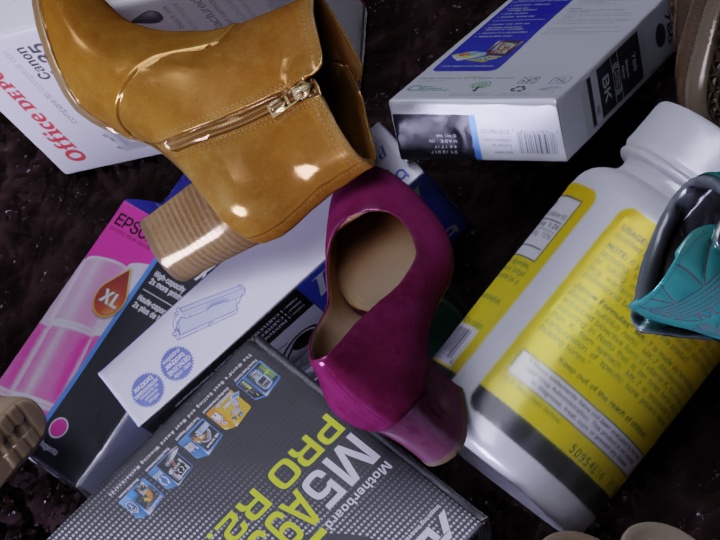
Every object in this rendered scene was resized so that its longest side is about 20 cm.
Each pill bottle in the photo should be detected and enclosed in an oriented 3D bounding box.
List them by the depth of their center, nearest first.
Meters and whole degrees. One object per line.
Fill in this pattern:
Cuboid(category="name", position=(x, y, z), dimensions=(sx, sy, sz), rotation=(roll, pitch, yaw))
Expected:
Cuboid(category="pill bottle", position=(0.125, 0.022, 1.422), dimensions=(0.114, 0.114, 0.200), rotation=(36, 85, 38))

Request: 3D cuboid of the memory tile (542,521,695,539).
Cuboid(category="memory tile", position=(0.138, 0.196, 1.313), dimensions=(0.200, 0.153, 0.017), rotation=(57, 138, 37))

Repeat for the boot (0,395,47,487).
Cuboid(category="boot", position=(-0.272, 0.138, 1.545), dimensions=(0.166, 0.072, 0.200), rotation=(-19, 15, 47))

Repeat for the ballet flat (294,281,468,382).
Cuboid(category="ballet flat", position=(-0.022, 0.074, 1.513), dimensions=(0.200, 0.073, 0.073), rotation=(-45, 51, 8))

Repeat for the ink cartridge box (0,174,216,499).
Cuboid(category="ink cartridge box", position=(-0.126, 0.027, 1.612), dimensions=(0.095, 0.037, 0.200), rotation=(28, 77, 38))

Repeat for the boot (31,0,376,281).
Cuboid(category="boot", position=(-0.077, -0.108, 1.484), dimensions=(0.144, 0.071, 0.202), rotation=(-34, 74, 25))

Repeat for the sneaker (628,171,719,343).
Cuboid(category="sneaker", position=(0.185, 0.027, 1.291), dimensions=(0.084, 0.120, 0.200), rotation=(-55, 37, 34))

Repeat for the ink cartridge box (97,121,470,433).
Cuboid(category="ink cartridge box", position=(-0.039, 0.014, 1.527), dimensions=(0.200, 0.094, 0.044), rotation=(-42, 66, 3))

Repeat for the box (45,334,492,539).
Cuboid(category="box", position=(-0.060, 0.150, 1.371), dimensions=(0.160, 0.044, 0.200), rotation=(38, 72, 26))

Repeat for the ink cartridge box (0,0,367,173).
Cuboid(category="ink cartridge box", position=(-0.117, -0.138, 1.626), dimensions=(0.199, 0.147, 0.083), rotation=(-11, 56, 25))

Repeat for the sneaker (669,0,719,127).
Cuboid(category="sneaker", position=(0.197, -0.155, 1.523), dimensions=(0.075, 0.070, 0.200), rotation=(-6, 56, 47))

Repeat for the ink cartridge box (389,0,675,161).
Cuboid(category="ink cartridge box", position=(0.103, -0.113, 1.518), dimensions=(0.099, 0.039, 0.200), rotation=(1, 27, 30))

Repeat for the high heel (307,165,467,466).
Cuboid(category="high heel", position=(0.000, 0.000, 1.387), dimensions=(0.067, 0.096, 0.200), rotation=(-37, 40, 16))
